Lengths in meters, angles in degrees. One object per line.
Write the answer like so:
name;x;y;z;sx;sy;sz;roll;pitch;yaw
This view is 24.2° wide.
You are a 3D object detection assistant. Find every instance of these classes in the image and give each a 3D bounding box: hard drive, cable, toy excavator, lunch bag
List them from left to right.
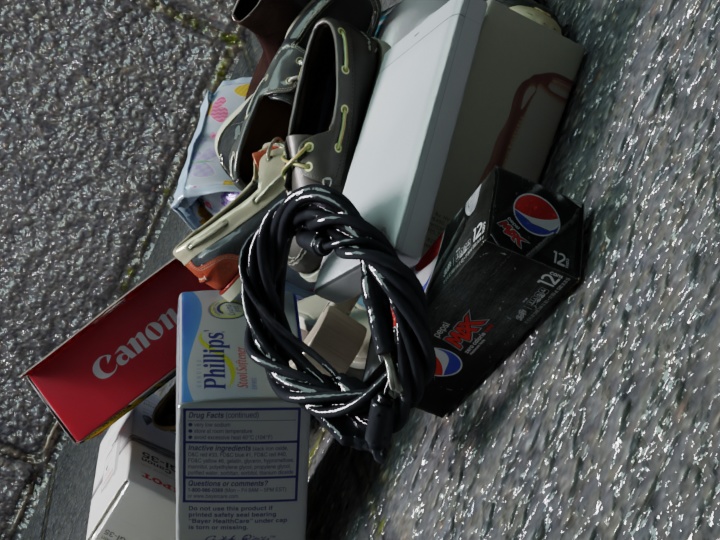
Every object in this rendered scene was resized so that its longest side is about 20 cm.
lunch bag;-0.070;-0.078;1.585;0.127;0.199;0.170;-54;18;42
cable;-0.026;0.025;1.134;0.200;0.051;0.164;46;140;38
toy excavator;0.000;0.000;1.325;0.201;0.100;0.194;-61;10;-7
hard drive;0.028;-0.085;1.187;0.132;0.027;0.201;-29;41;61

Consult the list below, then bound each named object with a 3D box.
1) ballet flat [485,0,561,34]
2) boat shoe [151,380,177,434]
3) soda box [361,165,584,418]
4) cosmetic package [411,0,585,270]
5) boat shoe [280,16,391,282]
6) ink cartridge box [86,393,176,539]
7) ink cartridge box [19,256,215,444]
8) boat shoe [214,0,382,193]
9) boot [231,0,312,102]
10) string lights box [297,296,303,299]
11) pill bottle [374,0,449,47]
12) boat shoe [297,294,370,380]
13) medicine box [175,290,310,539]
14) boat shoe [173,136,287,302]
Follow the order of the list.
ballet flat;0.125;-0.218;1.331;0.057;0.066;0.200;-53;17;16
boat shoe;-0.125;0.107;1.510;0.200;0.072;0.073;-47;51;46
soda box;0.071;0.019;1.119;0.200;0.070;0.064;128;160;-50
cosmetic package;0.078;-0.082;1.226;0.201;0.087;0.103;-69;17;-9
boat shoe;-0.031;-0.093;1.273;0.072;0.060;0.202;-10;61;51
ink cartridge box;-0.178;0.217;1.631;0.083;0.146;0.200;-57;15;16
ink cartridge box;-0.202;0.068;1.560;0.200;0.084;0.176;-38;-1;1
boat shoe;-0.045;-0.151;1.387;0.200;0.072;0.068;-52;20;13
boot;-0.074;-0.204;1.448;0.201;0.072;0.166;-57;-22;12
string lights box;-0.085;-0.013;1.748;0.200;0.102;0.059;178;114;-76
pill bottle;0.057;-0.179;1.439;0.111;0.110;0.200;-67;12;-3
boat shoe;-0.007;0.067;1.388;0.200;0.071;0.060;-154;46;-67
medicine box;-0.099;0.144;1.357;0.182;0.102;0.201;-102;15;-63
boat shoe;-0.068;-0.068;1.353;0.200;0.062;0.071;-50;7;6
